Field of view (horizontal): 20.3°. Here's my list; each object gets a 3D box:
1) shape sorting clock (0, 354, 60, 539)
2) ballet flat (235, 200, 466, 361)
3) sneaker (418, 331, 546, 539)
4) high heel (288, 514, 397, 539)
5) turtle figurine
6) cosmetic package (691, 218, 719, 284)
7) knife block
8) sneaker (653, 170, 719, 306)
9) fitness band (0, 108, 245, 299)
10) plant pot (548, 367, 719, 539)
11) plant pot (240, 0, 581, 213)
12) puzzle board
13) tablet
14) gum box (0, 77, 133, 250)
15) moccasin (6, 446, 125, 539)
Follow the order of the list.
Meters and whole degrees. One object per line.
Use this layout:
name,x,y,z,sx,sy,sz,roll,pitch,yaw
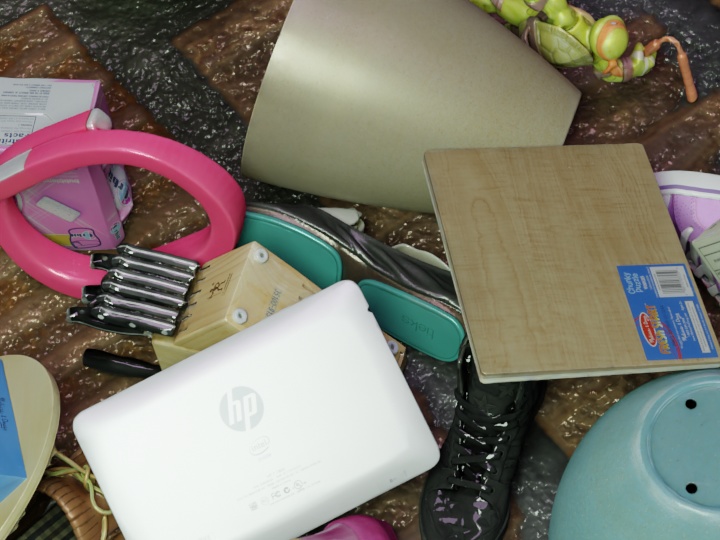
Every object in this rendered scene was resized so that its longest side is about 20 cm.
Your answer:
shape sorting clock,-0.262,0.139,1.269,0.200,0.039,0.201,-33,35,28
ballet flat,0.000,0.000,1.366,0.199,0.068,0.068,28,40,12
sneaker,0.081,0.084,1.273,0.060,0.104,0.201,14,58,16
high heel,0.028,0.240,1.216,0.096,0.067,0.200,-6,55,-50
turtle figurine,0.141,-0.168,1.429,0.161,0.200,0.065,22,84,47
cosmetic package,0.304,0.035,1.228,0.087,0.103,0.201,-34,92,-12
knife block,-0.093,0.052,1.351,0.200,0.175,0.064,35,56,-25
sneaker,0.253,0.010,1.325,0.199,0.073,0.115,22,64,20
fitness band,-0.168,-0.040,1.342,0.199,0.144,0.038,-17,44,39
plant pot,0.211,0.137,1.204,0.199,0.135,0.201,-3,56,4
plant pot,0.043,-0.115,1.383,0.199,0.188,0.188,22,60,4
puzzle board,0.128,-0.007,1.256,0.150,0.017,0.201,-2,45,-10
tablet,-0.064,0.105,1.248,0.199,0.014,0.131,-26,87,-5
gum box,-0.262,-0.076,1.414,0.199,0.114,0.066,2,55,8
moccasin,-0.186,0.156,1.270,0.201,0.078,0.074,-39,64,-19
